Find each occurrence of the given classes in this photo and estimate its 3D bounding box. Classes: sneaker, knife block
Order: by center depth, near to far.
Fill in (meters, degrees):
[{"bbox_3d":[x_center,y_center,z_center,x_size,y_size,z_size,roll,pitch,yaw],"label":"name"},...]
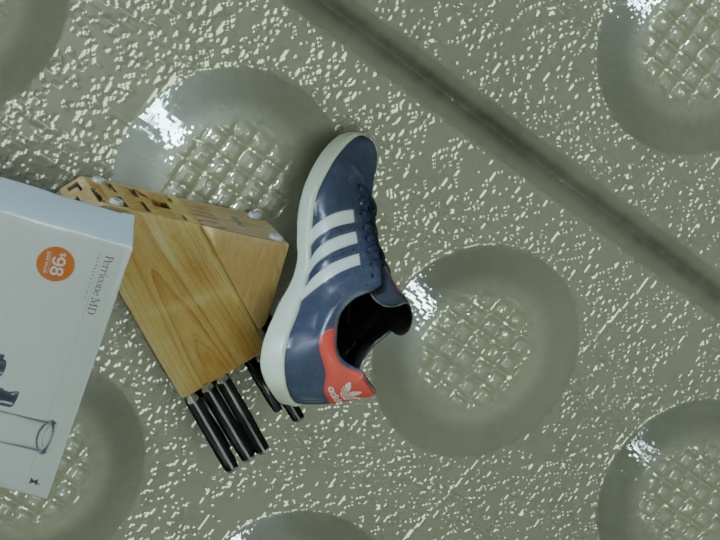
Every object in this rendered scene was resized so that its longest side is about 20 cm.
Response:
[{"bbox_3d":[0.000,0.000,1.456,0.075,0.084,0.201,50,48,-57],"label":"sneaker"},{"bbox_3d":[-0.124,0.042,1.479,0.199,0.064,0.176,12,104,-25],"label":"knife block"}]

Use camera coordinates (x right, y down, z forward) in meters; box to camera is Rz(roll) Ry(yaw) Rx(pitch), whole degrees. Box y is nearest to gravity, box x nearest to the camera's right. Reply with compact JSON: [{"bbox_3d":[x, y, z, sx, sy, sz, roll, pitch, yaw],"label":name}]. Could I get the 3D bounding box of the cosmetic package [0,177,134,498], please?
[{"bbox_3d":[-0.245,0.038,1.401,0.150,0.052,0.201,15,116,-14],"label":"cosmetic package"}]
